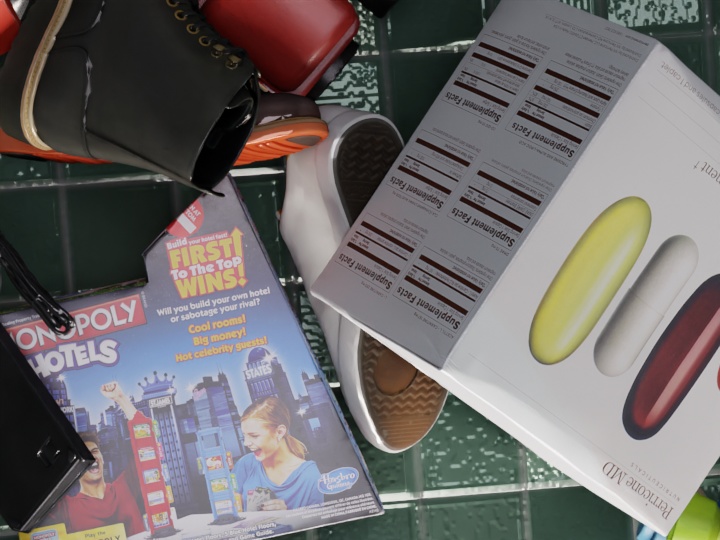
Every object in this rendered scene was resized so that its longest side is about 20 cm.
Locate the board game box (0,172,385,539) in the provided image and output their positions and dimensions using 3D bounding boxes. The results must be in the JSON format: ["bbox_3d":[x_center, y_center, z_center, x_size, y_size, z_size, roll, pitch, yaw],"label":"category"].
[{"bbox_3d":[-0.103,0.054,1.636,0.199,0.062,0.201,-11,89,-2],"label":"board game box"}]

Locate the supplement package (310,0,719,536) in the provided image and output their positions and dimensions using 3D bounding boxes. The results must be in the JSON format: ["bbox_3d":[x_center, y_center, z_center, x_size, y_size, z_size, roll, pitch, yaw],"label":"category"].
[{"bbox_3d":[0.122,-0.006,1.581,0.191,0.147,0.201,35,87,-33],"label":"supplement package"}]

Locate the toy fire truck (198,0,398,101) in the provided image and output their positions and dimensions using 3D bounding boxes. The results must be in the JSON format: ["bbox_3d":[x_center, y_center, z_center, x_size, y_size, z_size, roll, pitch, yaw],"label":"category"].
[{"bbox_3d":[0.005,-0.169,1.574,0.129,0.200,0.176,40,87,-4],"label":"toy fire truck"}]

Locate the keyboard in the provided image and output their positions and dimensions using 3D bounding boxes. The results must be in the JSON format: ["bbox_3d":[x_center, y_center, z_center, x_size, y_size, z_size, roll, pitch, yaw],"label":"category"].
[{"bbox_3d":[-0.204,0.029,1.592,0.200,0.021,0.127,53,126,15],"label":"keyboard"}]

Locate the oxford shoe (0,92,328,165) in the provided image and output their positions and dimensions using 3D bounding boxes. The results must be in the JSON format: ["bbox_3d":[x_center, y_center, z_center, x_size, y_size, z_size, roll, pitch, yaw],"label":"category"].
[{"bbox_3d":[-0.110,-0.095,1.599,0.199,0.071,0.073,3,87,22],"label":"oxford shoe"}]

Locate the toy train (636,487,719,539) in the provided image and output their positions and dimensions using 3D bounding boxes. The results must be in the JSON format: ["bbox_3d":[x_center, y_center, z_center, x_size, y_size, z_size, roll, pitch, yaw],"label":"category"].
[{"bbox_3d":[0.216,0.149,1.601,0.115,0.200,0.085,18,89,-1],"label":"toy train"}]

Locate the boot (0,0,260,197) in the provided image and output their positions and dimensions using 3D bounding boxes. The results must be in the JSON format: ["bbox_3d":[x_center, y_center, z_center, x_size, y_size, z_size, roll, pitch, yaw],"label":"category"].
[{"bbox_3d":[-0.091,-0.142,1.543,0.138,0.077,0.201,21,92,29],"label":"boot"}]

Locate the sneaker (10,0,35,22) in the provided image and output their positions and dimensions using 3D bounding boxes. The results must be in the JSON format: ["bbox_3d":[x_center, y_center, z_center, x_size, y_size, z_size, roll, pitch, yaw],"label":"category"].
[{"bbox_3d":[-0.146,-0.201,1.626,0.077,0.078,0.201,34,95,-25],"label":"sneaker"}]

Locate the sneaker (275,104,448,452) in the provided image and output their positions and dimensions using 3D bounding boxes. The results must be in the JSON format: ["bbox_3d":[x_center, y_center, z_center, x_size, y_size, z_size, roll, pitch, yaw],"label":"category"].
[{"bbox_3d":[0.000,0.000,1.652,0.072,0.084,0.201,-20,113,-29],"label":"sneaker"}]

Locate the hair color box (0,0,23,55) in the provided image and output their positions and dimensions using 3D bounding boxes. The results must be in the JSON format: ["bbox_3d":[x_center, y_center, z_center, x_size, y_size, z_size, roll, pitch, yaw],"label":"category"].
[{"bbox_3d":[-0.266,-0.189,1.575,0.101,0.061,0.201,-29,70,-2],"label":"hair color box"}]
